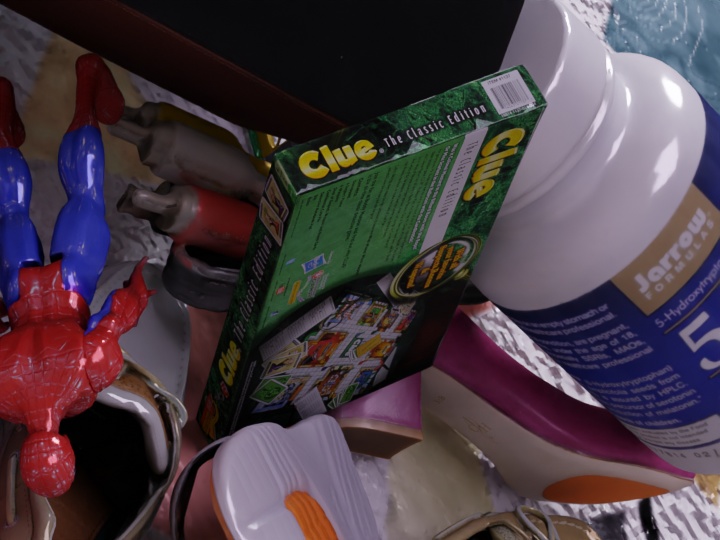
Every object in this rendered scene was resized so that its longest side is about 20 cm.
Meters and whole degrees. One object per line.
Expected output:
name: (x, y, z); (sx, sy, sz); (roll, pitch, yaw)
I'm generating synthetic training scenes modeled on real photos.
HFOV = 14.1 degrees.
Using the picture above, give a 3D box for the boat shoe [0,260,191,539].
boat shoe: (-0.096, 0.064, 1.069); (0.075, 0.068, 0.201); (37, 41, -19)

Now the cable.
cable: (-0.013, -0.017, 1.165); (0.199, 0.051, 0.097); (11, 34, -26)

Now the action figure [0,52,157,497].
action figure: (-0.110, 0.004, 1.041); (0.201, 0.065, 0.052); (-94, 173, -49)

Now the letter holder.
letter holder: (-0.056, -0.122, 1.085); (0.199, 0.142, 0.101); (26, 82, -43)

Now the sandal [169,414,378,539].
sandal: (-0.037, 0.101, 1.095); (0.207, 0.059, 0.080); (-3, 70, -81)

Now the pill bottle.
pill bottle: (0.108, -0.017, 1.182); (0.200, 0.119, 0.120); (41, 40, -32)

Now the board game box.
board game box: (0.000, 0.000, 1.093); (0.104, 0.200, 0.024); (-18, 66, -22)

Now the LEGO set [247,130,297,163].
LEGO set: (0.036, -0.090, 1.277); (0.199, 0.116, 0.155); (16, 53, -39)

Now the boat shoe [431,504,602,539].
boat shoe: (0.047, 0.135, 1.175); (0.200, 0.063, 0.074); (-7, 69, -49)

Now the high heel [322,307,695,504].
high heel: (0.063, 0.043, 1.257); (0.199, 0.067, 0.097); (12, 65, -26)
